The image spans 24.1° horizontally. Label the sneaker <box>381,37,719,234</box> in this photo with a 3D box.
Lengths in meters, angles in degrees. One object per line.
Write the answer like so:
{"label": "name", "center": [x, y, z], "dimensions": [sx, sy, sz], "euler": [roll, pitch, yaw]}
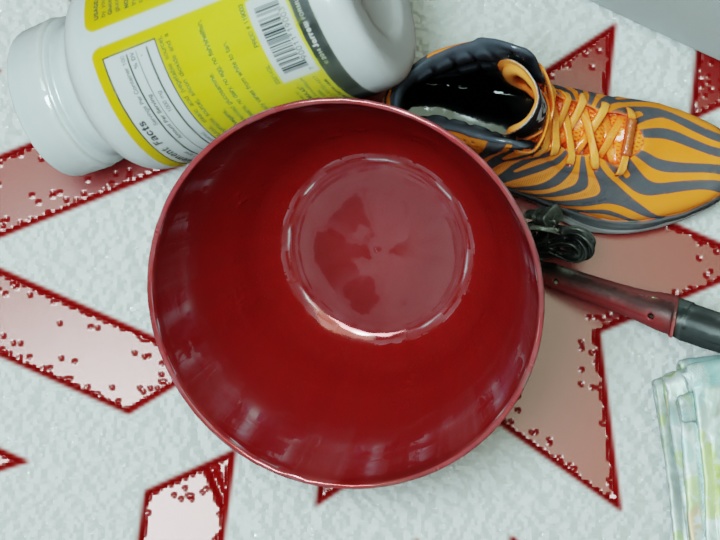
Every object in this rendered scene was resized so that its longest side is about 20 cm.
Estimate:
{"label": "sneaker", "center": [0.108, -0.071, 0.901], "dimensions": [0.199, 0.112, 0.078], "euler": [6, 81, 1]}

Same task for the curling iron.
{"label": "curling iron", "center": [0.163, 0.018, 0.897], "dimensions": [0.200, 0.050, 0.026], "euler": [27, 59, 22]}

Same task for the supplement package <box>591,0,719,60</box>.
{"label": "supplement package", "center": [0.237, -0.175, 0.917], "dimensions": [0.200, 0.117, 0.118], "euler": [26, 82, 4]}

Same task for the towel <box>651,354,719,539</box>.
{"label": "towel", "center": [0.263, 0.125, 0.903], "dimensions": [0.199, 0.048, 0.172], "euler": [-5, 83, 0]}

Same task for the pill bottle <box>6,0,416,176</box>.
{"label": "pill bottle", "center": [-0.081, -0.120, 0.889], "dimensions": [0.199, 0.112, 0.113], "euler": [-17, 80, 22]}

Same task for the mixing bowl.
{"label": "mixing bowl", "center": [0.000, 0.000, 0.877], "dimensions": [0.199, 0.108, 0.201], "euler": [3, 106, 10]}
